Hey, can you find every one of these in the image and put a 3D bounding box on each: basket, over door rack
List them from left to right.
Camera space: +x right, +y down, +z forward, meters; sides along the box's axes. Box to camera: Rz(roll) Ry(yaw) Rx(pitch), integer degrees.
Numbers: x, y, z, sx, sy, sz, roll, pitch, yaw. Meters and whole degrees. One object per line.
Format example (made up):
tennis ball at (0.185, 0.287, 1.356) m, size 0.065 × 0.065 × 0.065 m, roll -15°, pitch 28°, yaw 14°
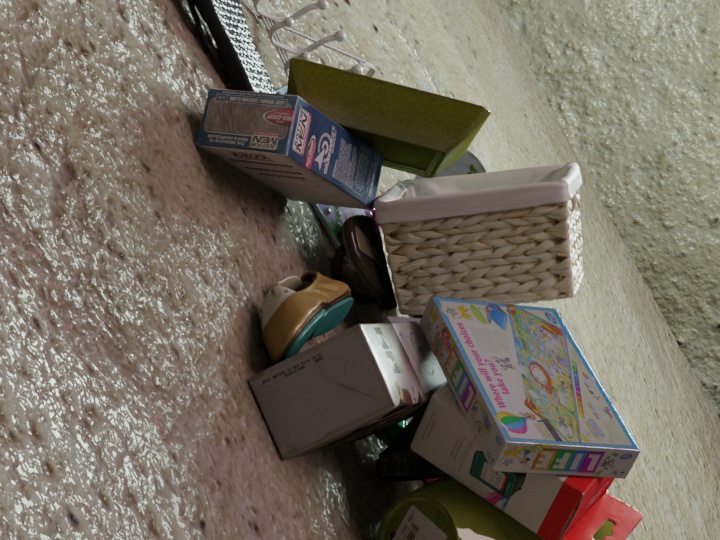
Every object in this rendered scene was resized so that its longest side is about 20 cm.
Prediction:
over door rack at (-0.024, -0.236, 1.916) m, size 0.200 × 0.067 × 0.148 m, roll 32°, pitch 24°, yaw -40°
basket at (0.127, -0.032, 1.712) m, size 0.136 × 0.200 × 0.124 m, roll -44°, pitch 127°, yaw -73°

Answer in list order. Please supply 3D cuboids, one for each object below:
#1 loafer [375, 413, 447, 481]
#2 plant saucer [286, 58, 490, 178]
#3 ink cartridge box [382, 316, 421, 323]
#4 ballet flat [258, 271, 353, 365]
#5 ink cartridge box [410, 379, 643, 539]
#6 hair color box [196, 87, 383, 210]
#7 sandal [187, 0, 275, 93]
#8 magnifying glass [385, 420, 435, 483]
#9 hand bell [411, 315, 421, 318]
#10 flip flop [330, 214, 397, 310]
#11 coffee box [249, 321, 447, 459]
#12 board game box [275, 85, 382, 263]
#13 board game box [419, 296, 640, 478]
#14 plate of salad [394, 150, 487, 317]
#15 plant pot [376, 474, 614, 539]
loafer at (0.065, 0.161, 1.632) m, size 0.200 × 0.073 × 0.072 m, roll -12°, pitch 96°, yaw -68°
plant saucer at (0.018, -0.144, 1.688) m, size 0.200 × 0.200 × 0.048 m, roll 118°, pitch -14°, yaw -82°
ink cartridge box at (0.127, 0.114, 1.635) m, size 0.160 × 0.047 × 0.200 m, roll 5°, pitch 25°, yaw -30°
ballet flat at (-0.061, 0.039, 1.523) m, size 0.063 × 0.069 × 0.200 m, roll 36°, pitch 13°, yaw 6°
ink cartridge box at (0.160, 0.166, 1.492) m, size 0.200 × 0.067 × 0.116 m, roll 32°, pitch 33°, yaw 17°
hair color box at (-0.064, -0.116, 1.627) m, size 0.200 × 0.100 × 0.061 m, roll 28°, pitch 71°, yaw -63°
sandal at (-0.144, -0.242, 1.717) m, size 0.076 × 0.043 × 0.200 m, roll -53°, pitch 125°, yaw -64°
magnifying glass at (0.031, 0.145, 1.683) m, size 0.200 × 0.022 × 0.080 m, roll 57°, pitch 21°, yaw -29°
hand bell at (0.116, 0.136, 1.775) m, size 0.200 × 0.104 × 0.104 m, roll 56°, pitch 17°, yaw -6°
flip flop at (0.000, 0.000, 1.756) m, size 0.200 × 0.057 × 0.081 m, roll 64°, pitch 16°, yaw -76°
coffee box at (-0.001, 0.103, 1.489) m, size 0.080 × 0.113 × 0.200 m, roll 66°, pitch 17°, yaw 8°
board game box at (-0.033, -0.120, 1.880) m, size 0.200 × 0.026 × 0.200 m, roll 62°, pitch 16°, yaw -6°
board game box at (0.146, 0.101, 1.485) m, size 0.134 × 0.034 × 0.200 m, roll 7°, pitch 34°, yaw -24°
plate of salad at (0.081, -0.040, 1.862) m, size 0.048 × 0.200 × 0.200 m, roll 12°, pitch 46°, yaw -30°
plant pot at (0.111, 0.256, 1.539) m, size 0.200 × 0.187 × 0.187 m, roll 13°, pitch 51°, yaw -48°
